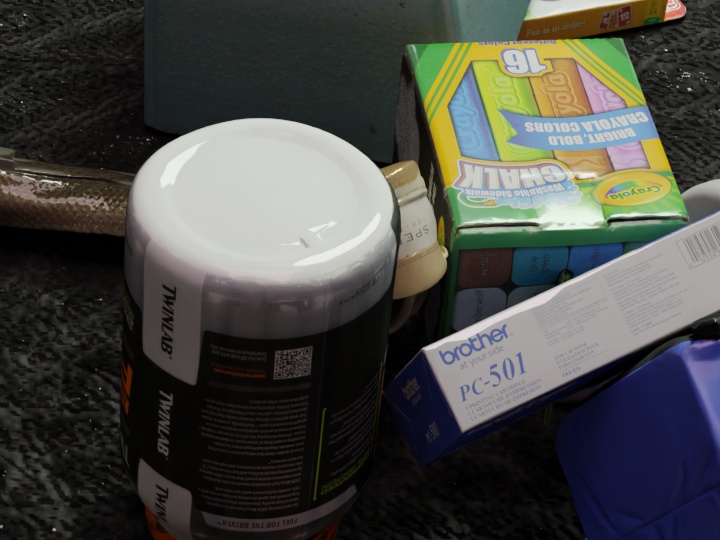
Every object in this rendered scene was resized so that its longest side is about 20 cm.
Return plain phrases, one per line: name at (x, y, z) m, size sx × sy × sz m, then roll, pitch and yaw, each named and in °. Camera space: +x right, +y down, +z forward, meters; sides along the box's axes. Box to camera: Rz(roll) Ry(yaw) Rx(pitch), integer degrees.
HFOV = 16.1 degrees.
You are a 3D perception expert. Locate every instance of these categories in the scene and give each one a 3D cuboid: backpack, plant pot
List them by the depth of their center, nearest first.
backpack at (0.216, 0.096, 1.165) m, size 0.199 × 0.162 × 0.168 m, roll -13°, pitch 81°, yaw -26°
plant pot at (-0.012, -0.204, 1.428) m, size 0.196 × 0.200 × 0.196 m, roll 9°, pitch 45°, yaw 13°

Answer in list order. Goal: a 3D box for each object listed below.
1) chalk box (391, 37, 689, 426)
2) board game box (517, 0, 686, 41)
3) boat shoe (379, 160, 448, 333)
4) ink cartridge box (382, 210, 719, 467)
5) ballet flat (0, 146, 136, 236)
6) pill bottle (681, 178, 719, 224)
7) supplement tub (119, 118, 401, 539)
chalk box at (0.092, -0.011, 1.302) m, size 0.123 × 0.125 × 0.200 m, roll -3°, pitch 43°, yaw -9°
board game box at (0.096, -0.174, 1.567) m, size 0.199 × 0.030 × 0.096 m, roll -10°, pitch 44°, yaw -21°
boat shoe at (0.000, 0.000, 1.265) m, size 0.073 × 0.200 × 0.069 m, roll -22°, pitch 86°, yaw -9°
ink cartridge box at (0.114, 0.023, 1.166) m, size 0.199 × 0.094 × 0.044 m, roll -24°, pitch 82°, yaw -16°
ballet flat at (-0.139, -0.029, 1.363) m, size 0.199 × 0.047 × 0.067 m, roll 11°, pitch 9°, yaw -2°
pill bottle at (0.261, -0.009, 1.322) m, size 0.199 × 0.112 × 0.111 m, roll -13°, pitch 43°, yaw -30°
supplement tub at (-0.049, 0.042, 1.165) m, size 0.122 × 0.201 × 0.123 m, roll 4°, pitch 40°, yaw -3°
